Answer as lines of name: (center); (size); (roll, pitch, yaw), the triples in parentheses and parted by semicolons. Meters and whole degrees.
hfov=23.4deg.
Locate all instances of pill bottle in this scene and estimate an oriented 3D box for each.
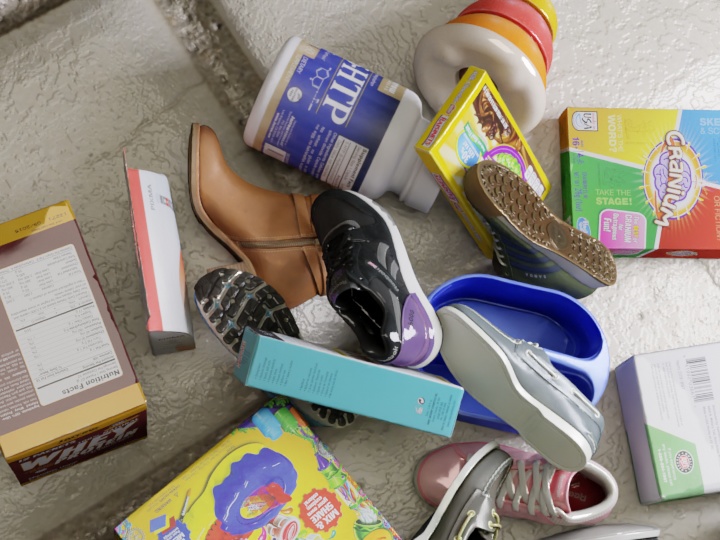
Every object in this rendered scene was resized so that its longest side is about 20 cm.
pill bottle: (-0.005, -0.139, 1.731); (0.199, 0.120, 0.120); (25, 75, -1)

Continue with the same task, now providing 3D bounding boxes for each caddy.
caddy: (0.142, 0.084, 1.704); (0.199, 0.105, 0.142); (12, 75, -4)

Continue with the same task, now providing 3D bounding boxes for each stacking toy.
stacking toy: (0.155, -0.246, 1.793); (0.146, 0.146, 0.200); (32, 56, 1)

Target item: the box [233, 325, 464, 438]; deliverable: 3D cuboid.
box: (-0.012, 0.102, 1.600); (0.199, 0.082, 0.049); (15, 91, -12)

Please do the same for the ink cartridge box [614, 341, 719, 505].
ink cartridge box: (0.368, 0.146, 1.729); (0.199, 0.088, 0.146); (-9, 79, -7)

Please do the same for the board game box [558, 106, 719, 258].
board game box: (0.309, -0.090, 1.800); (0.199, 0.040, 0.154); (0, 77, -7)

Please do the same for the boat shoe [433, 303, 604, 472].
boat shoe: (0.150, 0.101, 1.637); (0.200, 0.073, 0.062); (45, 52, 1)

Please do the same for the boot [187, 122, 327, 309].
boot: (-0.087, -0.060, 1.721); (0.154, 0.077, 0.201); (-13, 83, -6)

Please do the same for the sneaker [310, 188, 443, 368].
sneaker: (0.000, 0.000, 1.624); (0.076, 0.087, 0.200); (-45, 62, 26)

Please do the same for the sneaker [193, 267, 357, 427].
sneaker: (-0.092, 0.085, 1.679); (0.200, 0.090, 0.078); (47, 59, -7)

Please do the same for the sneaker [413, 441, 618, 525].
sneaker: (0.155, 0.204, 1.680); (0.199, 0.105, 0.076); (9, 78, -4)

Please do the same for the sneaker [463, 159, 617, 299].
sneaker: (0.156, -0.026, 1.712); (0.200, 0.090, 0.067); (34, 45, -27)

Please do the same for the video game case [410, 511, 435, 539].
video game case: (0.048, 0.324, 1.625); (0.200, 0.143, 0.019); (-47, 118, -15)

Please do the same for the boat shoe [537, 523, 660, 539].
boat shoe: (0.198, 0.286, 1.682); (0.199, 0.074, 0.061); (-9, 88, -16)

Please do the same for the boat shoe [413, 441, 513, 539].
boat shoe: (0.093, 0.244, 1.598); (0.060, 0.072, 0.202); (25, 55, 20)

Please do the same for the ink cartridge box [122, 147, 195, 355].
ink cartridge box: (-0.189, -0.018, 1.638); (0.050, 0.200, 0.163); (-8, 78, -9)

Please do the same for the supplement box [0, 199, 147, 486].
supplement box: (-0.292, 0.072, 1.606); (0.132, 0.197, 0.201); (-20, 80, -11)

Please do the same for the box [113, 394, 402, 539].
box: (-0.094, 0.256, 1.628); (0.200, 0.122, 0.193); (-39, 85, -14)

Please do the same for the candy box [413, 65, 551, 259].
candy box: (0.124, -0.101, 1.712); (0.026, 0.200, 0.102); (26, 73, 38)
